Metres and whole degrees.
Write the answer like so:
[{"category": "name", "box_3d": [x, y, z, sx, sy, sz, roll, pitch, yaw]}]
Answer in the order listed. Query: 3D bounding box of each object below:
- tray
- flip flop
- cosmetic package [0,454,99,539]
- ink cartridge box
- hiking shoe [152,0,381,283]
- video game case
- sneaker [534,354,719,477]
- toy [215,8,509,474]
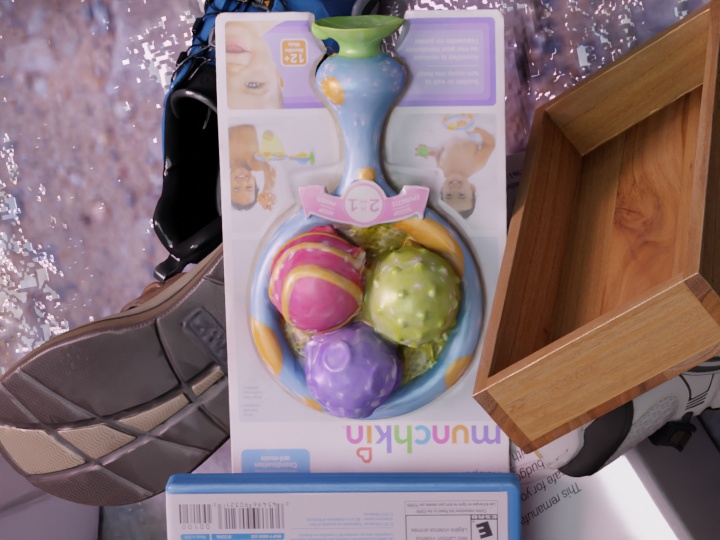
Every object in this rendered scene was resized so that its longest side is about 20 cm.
[{"category": "tray", "box_3d": [0.104, -0.022, 0.854, 0.098, 0.200, 0.037, -31, 112, 29]}, {"category": "flip flop", "box_3d": [-0.069, 0.029, 0.939, 0.199, 0.058, 0.081, -37, 100, 12]}, {"category": "cosmetic package", "box_3d": [-0.255, 0.175, 1.092, 0.199, 0.166, 0.169, 11, 105, 26]}, {"category": "ink cartridge box", "box_3d": [0.057, 0.074, 0.956, 0.144, 0.084, 0.201, -36, 81, 28]}, {"category": "hiking shoe", "box_3d": [-0.042, -0.093, 0.975, 0.074, 0.087, 0.202, 14, 106, 24]}, {"category": "video game case", "box_3d": [-0.005, 0.181, 0.909, 0.142, 0.018, 0.202, -1, 103, 3]}, {"category": "sneaker", "box_3d": [0.160, 0.028, 0.862, 0.200, 0.076, 0.088, -37, 94, -5]}, {"category": "toy", "box_3d": [0.000, 0.000, 0.874, 0.114, 0.047, 0.202, 0, 100, 6]}]
